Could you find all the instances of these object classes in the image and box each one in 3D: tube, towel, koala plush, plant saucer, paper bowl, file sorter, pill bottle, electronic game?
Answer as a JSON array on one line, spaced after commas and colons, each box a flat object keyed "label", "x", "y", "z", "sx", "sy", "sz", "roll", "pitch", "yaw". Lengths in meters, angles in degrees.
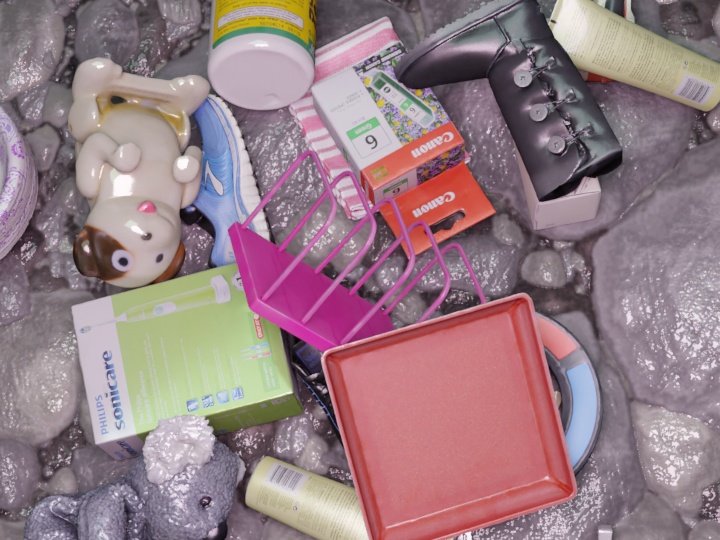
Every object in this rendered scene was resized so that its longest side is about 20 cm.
[{"label": "tube", "x": 0.277, "y": -0.219, "z": 1.516, "sx": 0.199, "sy": 0.052, "sz": 0.058, "roll": 18, "pitch": 55, "yaw": -18}, {"label": "towel", "x": 0.009, "y": -0.164, "z": 1.580, "sx": 0.146, "sy": 0.030, "sz": 0.201, "roll": -27, "pitch": 70, "yaw": -5}, {"label": "koala plush", "x": -0.194, "y": 0.227, "z": 1.394, "sx": 0.184, "sy": 0.177, "sz": 0.200, "roll": 38, "pitch": 82, "yaw": 27}, {"label": "tube", "x": -0.011, "y": 0.237, "z": 1.416, "sx": 0.199, "sy": 0.058, "sz": 0.052, "roll": 19, "pitch": 29, "yaw": 17}, {"label": "plant saucer", "x": 0.080, "y": 0.138, "z": 1.363, "sx": 0.199, "sy": 0.037, "sz": 0.201, "roll": -16, "pitch": 100, "yaw": -7}, {"label": "paper bowl", "x": -0.434, "y": -0.085, "z": 1.557, "sx": 0.200, "sy": 0.104, "sz": 0.202, "roll": -2, "pitch": 70, "yaw": 6}, {"label": "file sorter", "x": 0.000, "y": 0.000, "z": 1.396, "sx": 0.125, "sy": 0.200, "sz": 0.139, "roll": -48, "pitch": 31, "yaw": 17}, {"label": "pill bottle", "x": -0.101, "y": -0.280, "z": 1.580, "sx": 0.112, "sy": 0.113, "sz": 0.201, "roll": -3, "pitch": 58, "yaw": 5}, {"label": "electronic game", "x": 0.133, "y": 0.128, "z": 1.437, "sx": 0.199, "sy": 0.042, "sz": 0.201, "roll": -2, "pitch": 71, "yaw": 5}]

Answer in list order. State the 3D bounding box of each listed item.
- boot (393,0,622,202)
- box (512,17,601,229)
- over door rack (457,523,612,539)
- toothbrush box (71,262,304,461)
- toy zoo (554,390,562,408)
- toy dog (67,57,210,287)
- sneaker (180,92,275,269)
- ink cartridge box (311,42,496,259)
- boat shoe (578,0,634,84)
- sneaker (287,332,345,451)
[{"label": "boot", "x": 0.144, "y": -0.155, "z": 1.467, "sx": 0.164, "sy": 0.066, "sz": 0.201, "roll": -30, "pitch": 81, "yaw": 18}, {"label": "box", "x": 0.189, "y": -0.150, "z": 1.531, "sx": 0.068, "sy": 0.082, "sz": 0.201, "roll": -11, "pitch": 72, "yaw": 0}, {"label": "over door rack", "x": 0.154, "y": 0.323, "z": 1.376, "sx": 0.147, "sy": 0.067, "sz": 0.201, "roll": 4, "pitch": 71, "yaw": 6}, {"label": "toothbrush box", "x": -0.170, "y": 0.088, "z": 1.480, "sx": 0.199, "sy": 0.086, "sz": 0.146, "roll": -15, "pitch": 70, "yaw": 0}, {"label": "toy zoo", "x": 0.083, "y": 0.141, "z": 1.471, "sx": 0.199, "sy": 0.020, "sz": 0.132, "roll": 24, "pitch": 75, "yaw": 13}, {"label": "toy dog", "x": -0.235, "y": -0.081, "z": 1.485, "sx": 0.139, "sy": 0.194, "sz": 0.201, "roll": 14, "pitch": 55, "yaw": -35}, {"label": "sneaker", "x": -0.151, "y": -0.091, "z": 1.545, "sx": 0.089, "sy": 0.079, "sz": 0.201, "roll": -15, "pitch": 70, "yaw": -2}, {"label": "ink cartridge box", "x": 0.044, "y": -0.123, "z": 1.522, "sx": 0.109, "sy": 0.050, "sz": 0.200, "roll": -28, "pitch": 69, "yaw": -8}, {"label": "boat shoe", "x": 0.253, "y": -0.293, "z": 1.580, "sx": 0.062, "sy": 0.071, "sz": 0.201, "roll": 1, "pitch": 77, "yaw": 2}, {"label": "sneaker", "x": -0.024, "y": 0.109, "z": 1.442, "sx": 0.070, "sy": 0.078, "sz": 0.201, "roll": -40, "pitch": 55, "yaw": 22}]
